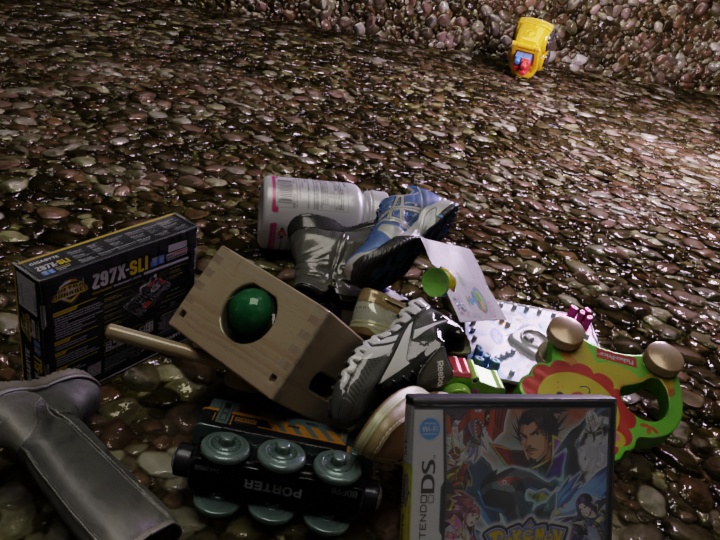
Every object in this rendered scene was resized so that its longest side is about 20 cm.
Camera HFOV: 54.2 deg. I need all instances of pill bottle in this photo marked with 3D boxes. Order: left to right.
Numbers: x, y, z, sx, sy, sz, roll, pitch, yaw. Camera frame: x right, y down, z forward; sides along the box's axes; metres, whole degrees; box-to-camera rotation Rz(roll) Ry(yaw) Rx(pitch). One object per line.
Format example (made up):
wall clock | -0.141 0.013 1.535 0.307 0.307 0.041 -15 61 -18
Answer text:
pill bottle | -0.059 -0.085 1.114 0.199 0.114 0.114 4 30 -12

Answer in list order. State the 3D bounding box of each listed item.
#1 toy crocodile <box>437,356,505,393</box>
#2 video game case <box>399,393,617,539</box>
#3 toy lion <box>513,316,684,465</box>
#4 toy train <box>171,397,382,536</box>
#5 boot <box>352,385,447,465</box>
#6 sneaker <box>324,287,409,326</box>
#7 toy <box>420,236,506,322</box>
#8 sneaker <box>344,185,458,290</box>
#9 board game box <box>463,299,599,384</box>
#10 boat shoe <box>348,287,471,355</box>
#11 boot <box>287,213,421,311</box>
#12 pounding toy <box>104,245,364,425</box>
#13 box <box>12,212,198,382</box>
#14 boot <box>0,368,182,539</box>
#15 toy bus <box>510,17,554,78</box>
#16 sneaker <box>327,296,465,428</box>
toy crocodile | 0.077 0.124 0.847 0.199 0.062 0.068 8 30 -6
video game case | 0.133 0.202 0.625 0.199 0.182 0.025 3 -1 -14
toy lion | 0.283 0.157 0.840 0.199 0.069 0.192 14 46 3
toy train | -0.076 0.184 0.680 0.199 0.086 0.114 10 20 -1
boot | 0.092 0.188 0.674 0.155 0.072 0.200 43 14 28
sneaker | 0.012 0.038 0.973 0.115 0.081 0.200 20 33 3
toy | 0.125 0.022 0.927 0.200 0.047 0.116 11 52 -65
sneaker | 0.041 -0.043 0.888 0.077 0.076 0.200 36 46 19
board game box | 0.246 0.095 0.991 0.199 0.026 0.200 11 29 0
boat shoe | 0.071 0.066 0.876 0.074 0.067 0.199 -3 -15 44
boot | 0.000 0.000 0.913 0.199 0.068 0.131 4 50 -20
pounding toy | -0.117 0.078 0.745 0.184 0.143 0.200 29 -9 29
box | -0.274 0.038 0.782 0.049 0.161 0.200 27 34 28
boot | -0.237 0.175 0.639 0.199 0.073 0.182 30 8 13
toy bus | 0.580 -0.742 2.451 0.135 0.200 0.193 18 66 15
sneaker | 0.047 0.101 0.739 0.090 0.067 0.200 22 41 27
